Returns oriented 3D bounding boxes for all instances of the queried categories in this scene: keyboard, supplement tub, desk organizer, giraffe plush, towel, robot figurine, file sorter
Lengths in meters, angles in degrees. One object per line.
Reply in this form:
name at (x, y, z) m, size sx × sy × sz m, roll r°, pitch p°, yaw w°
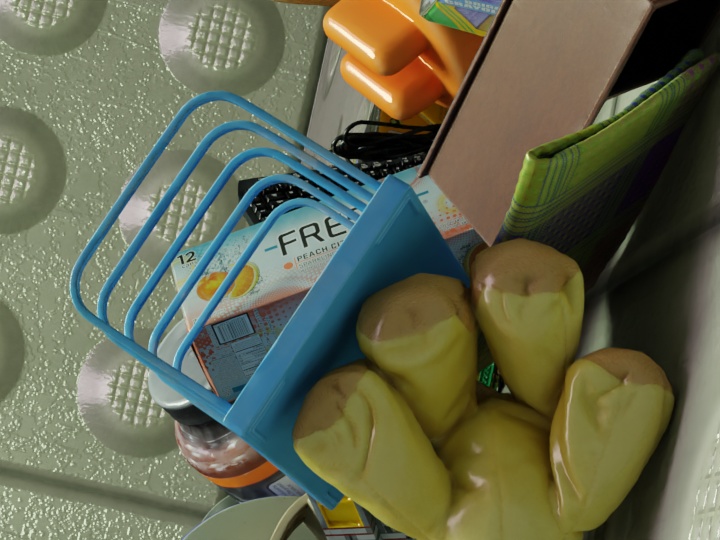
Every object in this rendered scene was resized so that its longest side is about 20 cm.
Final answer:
keyboard at (0.023, -0.062, 1.584) m, size 0.104 × 0.200 × 0.040 m, roll -132°, pitch 38°, yaw -58°
supplement tub at (-0.040, 0.101, 1.661) m, size 0.107 × 0.200 × 0.107 m, roll -26°, pitch 43°, yaw 27°
desk organizer at (0.109, -0.098, 1.380) m, size 0.077 × 0.072 × 0.200 m, roll 50°, pitch 139°, yaw 23°
giraffe plush at (0.069, 0.098, 1.320) m, size 0.162 × 0.172 × 0.200 m, roll 65°, pitch -178°, yaw -84°
towel at (0.100, -0.021, 1.361) m, size 0.144 × 0.023 × 0.200 m, roll -34°, pitch -20°, yaw -35°
robot figurine at (0.074, -0.175, 1.636) m, size 0.200 × 0.144 × 0.117 m, roll -39°, pitch 10°, yaw -14°
file sorter at (-0.043, 0.014, 1.352) m, size 0.139 × 0.123 × 0.200 m, roll -57°, pitch -17°, yaw -6°

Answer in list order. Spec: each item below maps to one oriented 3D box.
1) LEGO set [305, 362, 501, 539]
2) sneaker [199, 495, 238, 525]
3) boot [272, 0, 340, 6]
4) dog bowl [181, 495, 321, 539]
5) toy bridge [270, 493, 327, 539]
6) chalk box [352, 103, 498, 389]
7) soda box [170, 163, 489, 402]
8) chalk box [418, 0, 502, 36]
LEGO set at (0.043, 0.079, 1.536) m, size 0.200 × 0.153 × 0.116 m, roll -87°, pitch -19°, yaw -45°
sneaker at (-0.025, 0.195, 1.836) m, size 0.079 × 0.200 × 0.075 m, roll 46°, pitch 117°, yaw 32°
boot at (0.051, -0.250, 1.798) m, size 0.068 × 0.200 × 0.189 m, roll -100°, pitch 24°, yaw -74°
dog bowl at (-0.035, 0.233, 1.577) m, size 0.079 × 0.200 × 0.200 m, roll 112°, pitch 169°, yaw -49°
toy bridge at (-0.009, 0.155, 1.568) m, size 0.067 × 0.200 × 0.027 m, roll 47°, pitch 148°, yaw 25°
chalk box at (0.043, 0.000, 1.723) m, size 0.200 × 0.124 × 0.125 m, roll 110°, pitch 170°, yaw -54°
soda box at (0.000, 0.000, 1.499) m, size 0.068 × 0.200 × 0.064 m, roll -107°, pitch -2°, yaw -47°
chalk box at (0.117, -0.194, 1.477) m, size 0.200 × 0.124 × 0.125 m, roll 160°, pitch 124°, yaw -81°
